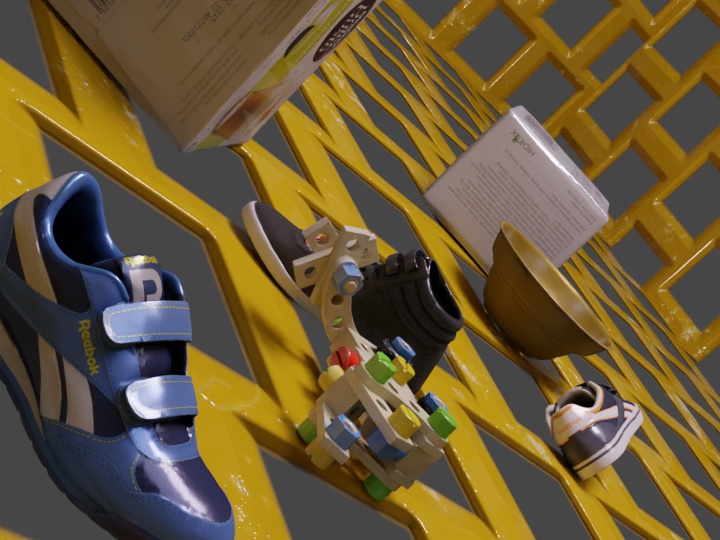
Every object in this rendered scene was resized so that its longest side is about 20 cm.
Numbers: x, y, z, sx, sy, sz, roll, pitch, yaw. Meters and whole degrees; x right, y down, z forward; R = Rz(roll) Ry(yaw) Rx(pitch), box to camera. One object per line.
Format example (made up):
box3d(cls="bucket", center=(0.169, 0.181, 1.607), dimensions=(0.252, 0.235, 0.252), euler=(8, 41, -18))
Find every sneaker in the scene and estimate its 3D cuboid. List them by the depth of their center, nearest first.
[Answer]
box3d(cls="sneaker", center=(-0.111, 0.042, 0.599), dimensions=(0.201, 0.082, 0.074), euler=(53, 13, 14))
box3d(cls="sneaker", center=(0.000, 0.000, 1.023), dimensions=(0.200, 0.099, 0.071), euler=(47, 15, 4))
box3d(cls="sneaker", center=(0.248, 0.155, 1.403), dimensions=(0.080, 0.078, 0.200), euler=(54, 16, 6))

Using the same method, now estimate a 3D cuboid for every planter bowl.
box3d(cls="planter bowl", center=(0.205, 0.044, 1.565), dimensions=(0.200, 0.083, 0.201), euler=(44, 14, -13))

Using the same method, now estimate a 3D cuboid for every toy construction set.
box3d(cls="toy construction set", center=(0.000, 0.066, 0.881), dimensions=(0.131, 0.092, 0.202), euler=(36, 29, -39))

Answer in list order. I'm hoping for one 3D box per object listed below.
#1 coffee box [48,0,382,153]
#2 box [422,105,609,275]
box3d(cls="coffee box", center=(-0.120, -0.244, 1.112), dimensions=(0.200, 0.200, 0.198), euler=(47, 14, 3))
box3d(cls="box", center=(0.215, -0.094, 1.790), dimensions=(0.200, 0.171, 0.199), euler=(48, 14, 1))
